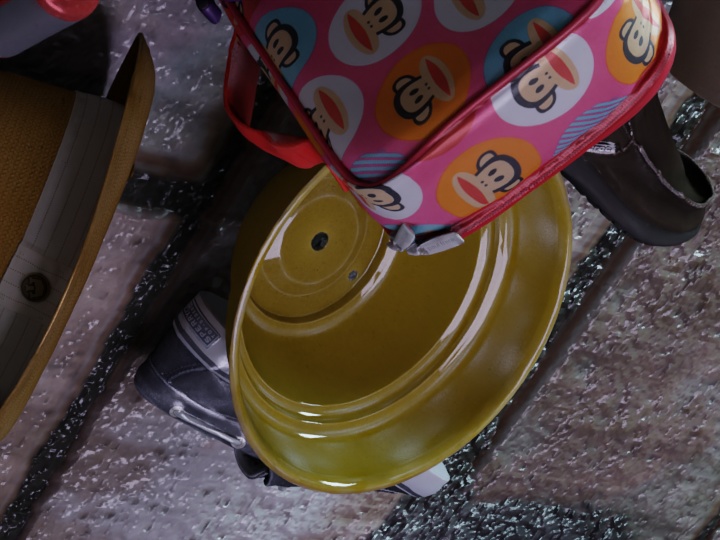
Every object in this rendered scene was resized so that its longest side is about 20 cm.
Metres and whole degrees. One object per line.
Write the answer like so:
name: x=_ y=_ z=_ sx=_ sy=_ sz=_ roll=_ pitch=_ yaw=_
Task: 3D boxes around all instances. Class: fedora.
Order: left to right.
fedora: x=-0.157 y=-0.020 z=1.123 sx=0.082 sy=0.201 sz=0.201 roll=23 pitch=119 yaw=-11

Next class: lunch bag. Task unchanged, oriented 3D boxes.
lunch bag: x=0.020 y=-0.108 z=1.102 sx=0.176 sy=0.200 sz=0.082 roll=-38 pitch=138 yaw=9

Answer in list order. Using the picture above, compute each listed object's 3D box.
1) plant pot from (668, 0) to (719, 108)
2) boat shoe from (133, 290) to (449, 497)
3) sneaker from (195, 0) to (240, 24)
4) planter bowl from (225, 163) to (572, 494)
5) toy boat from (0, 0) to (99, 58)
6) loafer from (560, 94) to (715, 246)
plant pot: x=0.252 y=-0.177 z=1.226 sx=0.187 sy=0.187 sz=0.201 roll=-3 pitch=117 yaw=-31
boat shoe: x=-0.035 y=0.080 z=1.349 sx=0.068 sy=0.072 sz=0.200 roll=-47 pitch=135 yaw=12
sneaker: x=-0.013 y=-0.193 z=1.083 sx=0.074 sy=0.088 sz=0.200 roll=21 pitch=116 yaw=-44
planter bowl: x=0.000 y=0.000 z=1.261 sx=0.200 sy=0.083 sz=0.201 roll=-19 pitch=125 yaw=-29
toy boat: x=-0.185 y=-0.114 z=0.939 sx=0.200 sy=0.131 sz=0.130 roll=26 pitch=148 yaw=-36
loafer: x=0.124 y=-0.075 z=1.298 sx=0.071 sy=0.073 sz=0.200 roll=-44 pitch=139 yaw=15
